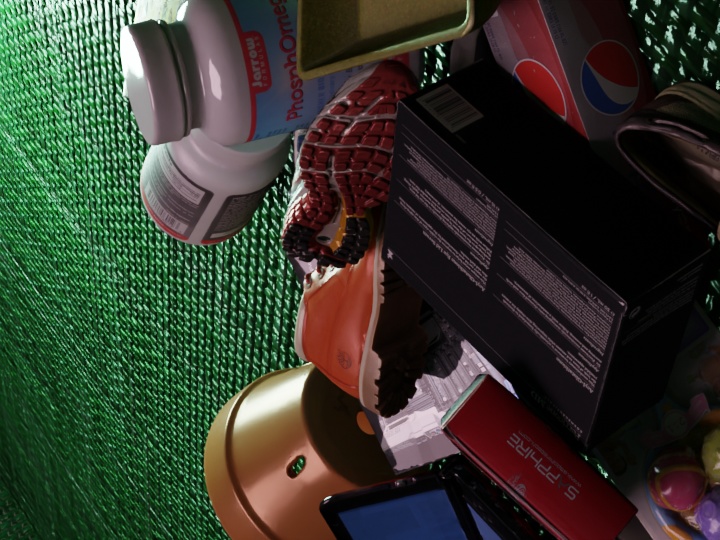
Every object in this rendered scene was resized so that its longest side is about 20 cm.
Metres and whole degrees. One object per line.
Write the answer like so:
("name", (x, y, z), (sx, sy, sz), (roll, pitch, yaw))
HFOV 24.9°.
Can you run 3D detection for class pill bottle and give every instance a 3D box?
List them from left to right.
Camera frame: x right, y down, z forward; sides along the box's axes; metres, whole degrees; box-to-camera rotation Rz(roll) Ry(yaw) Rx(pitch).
("pill bottle", (-0.126, -0.108, 1.457), (0.117, 0.115, 0.200), (58, 155, 8))
("pill bottle", (-0.063, -0.152, 1.153), (0.109, 0.198, 0.110), (165, 90, -73))

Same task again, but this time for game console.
("game console", (0.079, 0.252, 1.359), (0.172, 0.118, 0.201), (44, 168, 33))

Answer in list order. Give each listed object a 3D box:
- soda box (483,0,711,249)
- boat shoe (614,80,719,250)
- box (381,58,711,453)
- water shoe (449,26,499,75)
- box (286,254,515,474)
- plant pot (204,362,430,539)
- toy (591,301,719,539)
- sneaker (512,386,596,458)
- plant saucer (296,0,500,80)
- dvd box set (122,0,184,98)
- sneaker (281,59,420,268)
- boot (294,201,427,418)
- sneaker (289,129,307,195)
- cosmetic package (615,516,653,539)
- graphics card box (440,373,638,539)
("soda box", (0.146, -0.088, 1.013), (0.070, 0.063, 0.202), (1, 117, 60))
("boat shoe", (0.224, -0.033, 0.913), (0.200, 0.064, 0.074), (40, 146, 38))
("box", (0.106, -0.010, 1.000), (0.200, 0.078, 0.142), (45, 146, 29))
("water shoe", (0.121, -0.080, 1.090), (0.078, 0.071, 0.202), (-5, 112, 34))
("box", (0.050, 0.042, 1.270), (0.157, 0.050, 0.202), (-24, 94, 38))
("plant pot", (-0.024, 0.164, 1.467), (0.201, 0.199, 0.140), (58, 138, 10))
("toy", (0.213, 0.120, 1.033), (0.201, 0.115, 0.047), (57, -162, 18))
("sneaker", (0.121, 0.046, 1.141), (0.200, 0.078, 0.099), (47, -169, 14))
("plant saucer", (0.031, -0.230, 1.027), (0.199, 0.047, 0.203), (-5, 83, 57))
("dvd box set", (-0.140, -0.233, 1.340), (0.146, 0.029, 0.203), (18, 100, 56))
("sneaker", (-0.010, -0.083, 1.099), (0.200, 0.077, 0.083), (124, 155, -57))
("boot", (0.000, 0.000, 1.213), (0.107, 0.075, 0.202), (28, 119, 34))
("sneaker", (-0.030, -0.072, 1.359), (0.085, 0.076, 0.202), (37, 145, 50))
("cosmetic package", (0.235, 0.255, 1.155), (0.103, 0.087, 0.202), (36, 146, 46))
("graphics card box", (0.112, 0.125, 1.070), (0.125, 0.051, 0.200), (41, 178, 5))
